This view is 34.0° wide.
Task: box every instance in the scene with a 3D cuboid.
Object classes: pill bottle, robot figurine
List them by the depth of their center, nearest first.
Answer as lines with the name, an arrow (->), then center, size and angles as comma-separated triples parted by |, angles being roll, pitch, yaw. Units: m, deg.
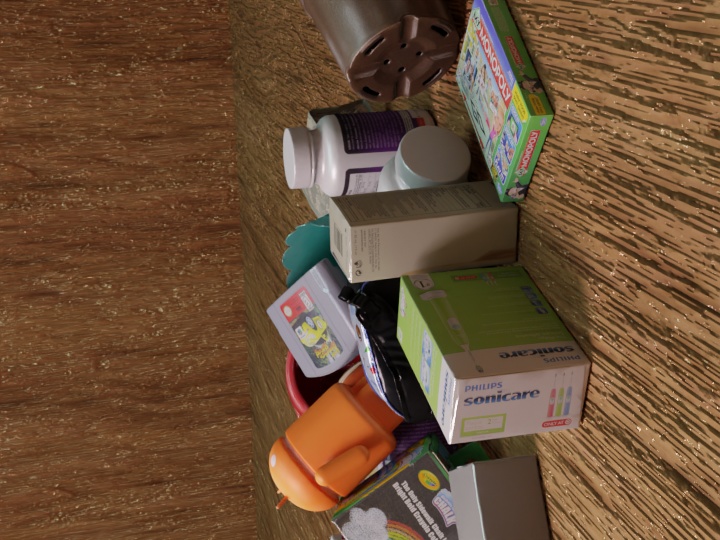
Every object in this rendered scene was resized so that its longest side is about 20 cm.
pill bottle -> 0.075, -0.082, 1.491 | 0.200, 0.119, 0.120 | 105, 156, -54
robot figurine -> -0.035, 0.224, 1.499 | 0.144, 0.200, 0.117 | 47, -179, 41
pill bottle -> 0.073, 0.192, 1.594 | 0.111, 0.111, 0.202 | -171, 75, -76
pill bottle -> -0.001, -0.160, 1.609 | 0.111, 0.199, 0.112 | 175, 90, -76

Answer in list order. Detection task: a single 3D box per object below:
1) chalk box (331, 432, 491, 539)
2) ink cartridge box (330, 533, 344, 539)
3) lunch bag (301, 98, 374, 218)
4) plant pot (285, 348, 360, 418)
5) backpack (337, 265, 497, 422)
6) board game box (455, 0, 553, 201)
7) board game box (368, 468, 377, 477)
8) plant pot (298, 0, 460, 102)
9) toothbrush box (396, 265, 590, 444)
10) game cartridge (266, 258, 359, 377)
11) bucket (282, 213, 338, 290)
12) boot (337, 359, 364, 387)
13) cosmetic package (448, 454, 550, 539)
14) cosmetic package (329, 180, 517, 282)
chalk box -> 0.082, 0.291, 1.476 | 0.125, 0.199, 0.124 | 55, -175, 0
ink cartridge box -> 0.044, 0.468, 1.786 | 0.200, 0.146, 0.084 | -145, 52, -72
lunch bag -> -0.005, -0.134, 1.803 | 0.165, 0.117, 0.201 | 101, 148, -48
plant pot -> -0.013, 0.174, 1.815 | 0.183, 0.199, 0.202 | 90, 171, -70
backpack -> 0.076, 0.080, 1.434 | 0.154, 0.199, 0.192 | -152, 51, -80
board game box -> 0.155, -0.196, 1.304 | 0.135, 0.029, 0.201 | 100, 160, -52
board game box -> 0.042, 0.289, 1.781 | 0.200, 0.119, 0.032 | 106, 154, -59
plant pot -> 0.023, -0.336, 1.492 | 0.201, 0.199, 0.199 | 104, 149, -55
toothbrush box -> 0.134, 0.083, 1.249 | 0.200, 0.145, 0.087 | -118, 26, -57
game cartridge -> -0.056, 0.075, 1.645 | 0.133, 0.041, 0.200 | 54, 147, 3
bucket -> 0.000, 0.000, 1.667 | 0.207, 0.134, 0.208 | 32, 136, 37
boot -> -0.007, 0.201, 1.645 | 0.200, 0.075, 0.107 | -53, 12, -18
cosmetic package -> 0.165, 0.318, 1.349 | 0.107, 0.090, 0.201 | 133, 133, -73
cosmetic package -> 0.071, -0.046, 1.349 | 0.105, 0.199, 0.072 | -121, 28, -64
